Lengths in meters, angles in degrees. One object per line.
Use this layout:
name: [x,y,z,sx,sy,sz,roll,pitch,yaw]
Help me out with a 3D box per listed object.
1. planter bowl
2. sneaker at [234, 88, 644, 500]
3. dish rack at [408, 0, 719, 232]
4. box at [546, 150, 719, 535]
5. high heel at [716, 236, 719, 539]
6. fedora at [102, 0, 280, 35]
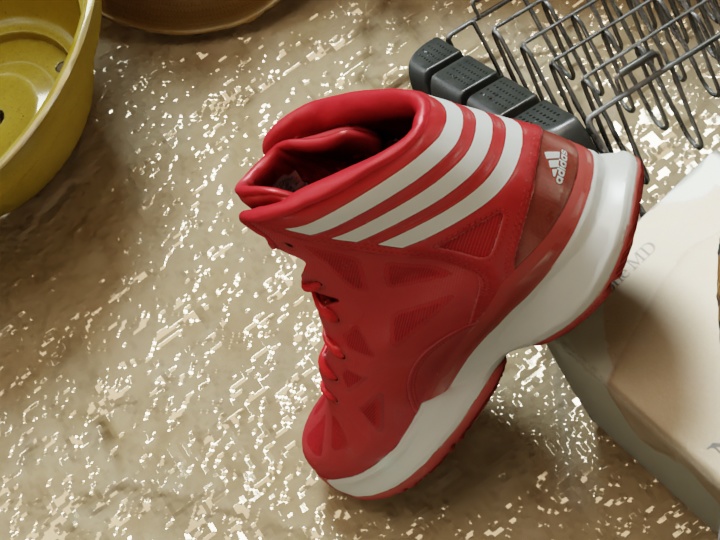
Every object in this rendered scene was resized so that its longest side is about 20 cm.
planter bowl: [-0.177,-0.082,0.924,0.200,0.083,0.201,-12,61,23]
sneaker: [0.000,0.000,0.727,0.200,0.115,0.079,-50,20,45]
dish rack: [0.121,-0.095,0.804,0.200,0.055,0.153,-32,27,-7]
box: [0.160,0.060,0.699,0.095,0.078,0.200,-44,53,-6]
high heel: [0.122,0.070,0.643,0.201,0.071,0.143,-65,25,6]
fedora: [-0.091,-0.203,0.930,0.200,0.082,0.202,-1,88,20]
